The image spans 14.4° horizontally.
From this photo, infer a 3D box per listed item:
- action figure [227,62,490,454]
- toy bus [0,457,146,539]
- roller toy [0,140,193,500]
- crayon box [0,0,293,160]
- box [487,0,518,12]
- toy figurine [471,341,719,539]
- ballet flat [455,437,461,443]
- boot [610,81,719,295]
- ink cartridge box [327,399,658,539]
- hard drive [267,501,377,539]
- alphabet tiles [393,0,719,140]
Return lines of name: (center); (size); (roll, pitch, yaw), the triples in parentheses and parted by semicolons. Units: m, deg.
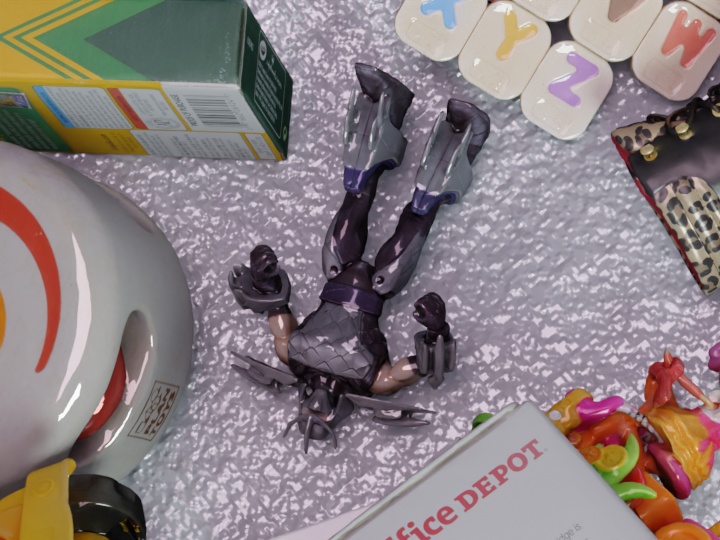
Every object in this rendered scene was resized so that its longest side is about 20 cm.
action figure: (0.000, 0.000, 1.488); (0.129, 0.069, 0.201); (17, 82, 9)
toy bus: (-0.178, 0.205, 1.395); (0.191, 0.200, 0.136); (-13, 45, 13)
roller toy: (-0.184, 0.034, 1.473); (0.182, 0.140, 0.201); (-20, 75, 15)
crayon box: (-0.145, -0.103, 1.508); (0.199, 0.126, 0.052); (2, 75, 10)
box: (0.067, -0.256, 1.530); (0.136, 0.040, 0.201); (25, 97, 15)
toy figurine: (0.184, 0.090, 1.421); (0.184, 0.151, 0.200); (-35, 47, -14)
ballet flat: (0.044, 0.166, 1.383); (0.046, 0.068, 0.201); (18, 44, -6)
boot: (0.198, -0.100, 1.464); (0.150, 0.073, 0.201); (-30, 94, 4)
ink cartridge box: (0.081, 0.181, 1.288); (0.145, 0.088, 0.200); (-34, 75, -29)
hard drive: (0.024, 0.219, 1.448); (0.131, 0.027, 0.201); (-19, 74, 4)
alphabet tiles: (0.114, -0.179, 1.495); (0.199, 0.015, 0.196); (32, 96, -5)
